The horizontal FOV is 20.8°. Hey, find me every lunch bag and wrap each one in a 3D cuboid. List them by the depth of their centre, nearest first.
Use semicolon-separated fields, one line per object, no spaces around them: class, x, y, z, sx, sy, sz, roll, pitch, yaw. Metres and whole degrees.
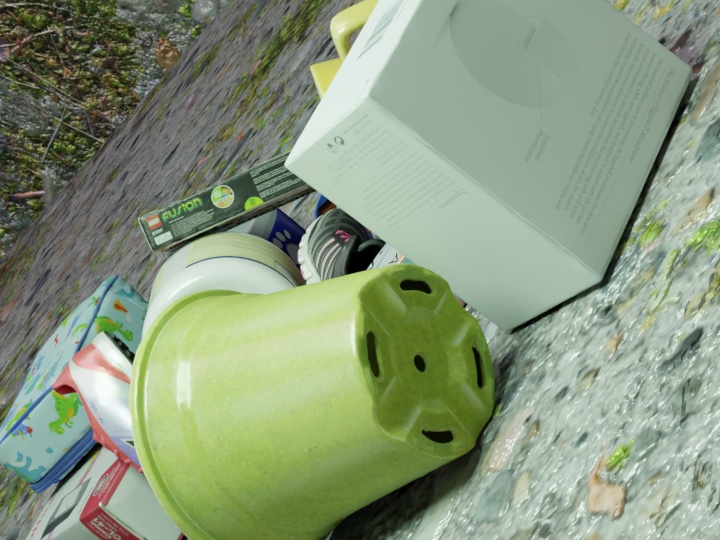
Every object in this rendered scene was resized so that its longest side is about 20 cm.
lunch bag;-0.269;0.107;1.861;0.161;0.082;0.200;-44;15;27

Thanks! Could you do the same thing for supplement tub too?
supplement tub;-0.114;0.045;1.712;0.145;0.145;0.200;-51;9;7

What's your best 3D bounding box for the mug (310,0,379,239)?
mug;0.054;-0.124;1.553;0.153;0.150;0.187;-20;-16;1

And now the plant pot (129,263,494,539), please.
plant pot;-0.019;0.082;1.305;0.184;0.200;0.200;-24;30;41

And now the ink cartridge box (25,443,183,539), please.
ink cartridge box;-0.214;0.206;1.775;0.200;0.086;0.148;-33;24;50

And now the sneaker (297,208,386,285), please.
sneaker;0.000;0.000;1.629;0.087;0.074;0.200;-46;22;24

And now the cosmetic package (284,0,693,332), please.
cosmetic package;0.090;-0.104;1.333;0.123;0.200;0.199;-36;21;55

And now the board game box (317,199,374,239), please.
board game box;0.038;-0.075;1.716;0.200;0.019;0.103;-44;40;30

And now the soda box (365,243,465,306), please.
soda box;0.056;-0.008;1.488;0.200;0.064;0.068;-52;14;-1

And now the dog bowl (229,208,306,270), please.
dog bowl;-0.133;0.024;1.971;0.200;0.079;0.200;-48;15;18

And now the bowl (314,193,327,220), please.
bowl;0.033;-0.115;1.863;0.201;0.039;0.201;-48;15;18

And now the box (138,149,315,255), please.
box;-0.097;-0.070;1.778;0.200;0.035;0.110;-24;-2;1

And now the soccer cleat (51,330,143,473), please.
soccer cleat;-0.183;0.142;1.664;0.073;0.200;0.068;-40;-24;-3
